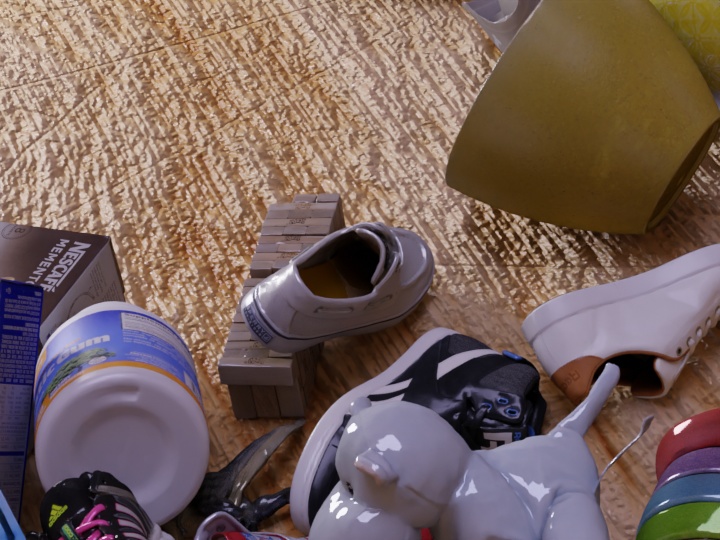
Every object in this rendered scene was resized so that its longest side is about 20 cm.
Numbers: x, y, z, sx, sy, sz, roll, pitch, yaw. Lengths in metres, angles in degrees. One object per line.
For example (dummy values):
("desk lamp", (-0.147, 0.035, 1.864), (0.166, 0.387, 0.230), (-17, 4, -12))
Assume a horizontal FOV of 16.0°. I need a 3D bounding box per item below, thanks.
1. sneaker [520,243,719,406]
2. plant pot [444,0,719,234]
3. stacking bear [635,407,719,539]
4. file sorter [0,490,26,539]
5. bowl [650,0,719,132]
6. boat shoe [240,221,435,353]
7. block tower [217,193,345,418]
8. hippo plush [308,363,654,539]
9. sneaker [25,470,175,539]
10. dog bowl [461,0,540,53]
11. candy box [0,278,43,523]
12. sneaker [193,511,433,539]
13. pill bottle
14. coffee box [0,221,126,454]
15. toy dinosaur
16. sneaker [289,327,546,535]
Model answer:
("sneaker", (0.211, 0.042, 1.734), (0.199, 0.073, 0.085), (-19, 67, -20))
("plant pot", (0.175, -0.107, 1.848), (0.142, 0.200, 0.200), (34, 50, 11))
("stacking bear", (0.211, 0.189, 1.491), (0.113, 0.122, 0.200), (3, 46, 16))
("file sorter", (-0.268, 0.179, 1.526), (0.138, 0.123, 0.201), (-27, 76, -9))
("bowl", (0.303, -0.154, 1.900), (0.199, 0.200, 0.108), (9, 82, 25))
("boat shoe", (0.000, 0.000, 1.772), (0.200, 0.070, 0.071), (-17, 69, -52))
("block tower", (-0.052, 0.026, 1.819), (0.054, 0.058, 0.200), (-1, 36, 13))
("hippo plush", (0.060, 0.146, 1.479), (0.160, 0.201, 0.159), (21, 16, -19))
("sneaker", (-0.159, 0.168, 1.515), (0.074, 0.087, 0.200), (-43, 6, 4))
("dog bowl", (0.180, -0.232, 2.020), (0.199, 0.059, 0.200), (-29, 2, 1))
("candy box", (-0.303, 0.100, 1.671), (0.168, 0.201, 0.077), (5, -3, 19))
("sneaker", (-0.030, 0.177, 1.561), (0.200, 0.113, 0.071), (-36, 43, -29))
("pill bottle", (-0.161, 0.088, 1.692), (0.112, 0.113, 0.200), (-14, 18, -4))
("coffee box", (-0.261, 0.058, 1.809), (0.114, 0.080, 0.200), (9, 41, 25))
("toy dinosaur", (-0.082, 0.152, 1.669), (0.088, 0.048, 0.200), (18, 41, 43))
("sneaker", (0.049, 0.109, 1.663), (0.111, 0.073, 0.200), (14, 42, 33))
